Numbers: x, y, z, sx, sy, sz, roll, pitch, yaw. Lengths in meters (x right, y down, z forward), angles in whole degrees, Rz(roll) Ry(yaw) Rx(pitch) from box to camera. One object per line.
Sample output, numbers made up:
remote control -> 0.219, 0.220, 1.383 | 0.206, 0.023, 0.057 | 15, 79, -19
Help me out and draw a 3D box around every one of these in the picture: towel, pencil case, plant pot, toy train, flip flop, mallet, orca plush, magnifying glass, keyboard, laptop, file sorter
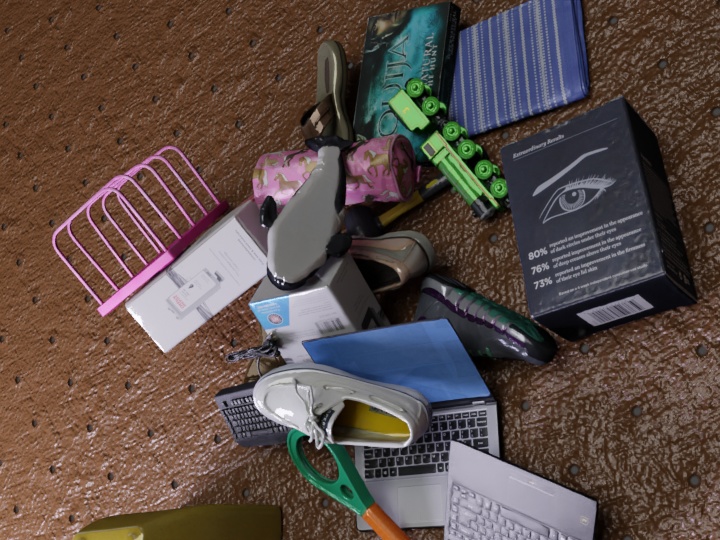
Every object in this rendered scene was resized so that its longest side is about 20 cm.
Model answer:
towel -> 0.176, -0.240, 1.268 | 0.198, 0.024, 0.147 | -16, 67, 33
pencil case -> -0.030, -0.111, 1.272 | 0.197, 0.087, 0.084 | -6, 112, 25
plant pot -> -0.226, 0.365, 1.227 | 0.192, 0.199, 0.199 | -13, 65, 31
toy train -> 0.104, -0.140, 1.237 | 0.056, 0.042, 0.201 | -42, 71, 15
flip flop -> -0.049, -0.199, 1.364 | 0.081, 0.057, 0.204 | -17, 72, 60
mallet -> 0.069, -0.078, 1.277 | 0.198, 0.041, 0.067 | -28, 58, 21
orca plush -> -0.064, -0.057, 1.193 | 0.071, 0.103, 0.203 | 116, 158, -59
magnifying glass -> -0.005, 0.245, 1.169 | 0.200, 0.022, 0.080 | 46, 139, 12
keyboard -> -0.112, 0.142, 1.236 | 0.199, 0.020, 0.129 | -18, 94, 49
laptop -> 0.126, 0.300, 1.051 | 0.176, 0.103, 0.203 | 18, 114, 38
laptop -> 0.043, 0.171, 1.143 | 0.185, 0.115, 0.204 | -11, 72, 31
file sorter -> -0.289, -0.063, 1.399 | 0.138, 0.200, 0.126 | -35, 99, 24

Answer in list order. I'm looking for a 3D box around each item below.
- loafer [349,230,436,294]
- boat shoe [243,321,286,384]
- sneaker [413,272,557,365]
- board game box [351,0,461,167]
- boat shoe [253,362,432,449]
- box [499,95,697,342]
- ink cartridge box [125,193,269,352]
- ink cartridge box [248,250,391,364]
loafer -> 0.000, 0.000, 1.245 | 0.198, 0.073, 0.063 | -14, 21, 47
boat shoe -> -0.095, 0.106, 1.317 | 0.072, 0.063, 0.204 | 7, 85, 23
sneaker -> 0.130, 0.077, 1.163 | 0.199, 0.074, 0.089 | 32, 104, 49
board game box -> 0.053, -0.226, 1.328 | 0.134, 0.028, 0.204 | 0, 78, 40
boat shoe -> -0.031, 0.151, 1.107 | 0.199, 0.086, 0.076 | 10, 107, 18
box -> 0.242, -0.050, 1.096 | 0.146, 0.104, 0.203 | -20, 63, 29
ink cartridge box -> -0.184, -0.004, 1.357 | 0.199, 0.147, 0.083 | -36, 100, 21
ink cartridge box -> -0.025, 0.084, 1.224 | 0.114, 0.201, 0.067 | -12, 32, 31
